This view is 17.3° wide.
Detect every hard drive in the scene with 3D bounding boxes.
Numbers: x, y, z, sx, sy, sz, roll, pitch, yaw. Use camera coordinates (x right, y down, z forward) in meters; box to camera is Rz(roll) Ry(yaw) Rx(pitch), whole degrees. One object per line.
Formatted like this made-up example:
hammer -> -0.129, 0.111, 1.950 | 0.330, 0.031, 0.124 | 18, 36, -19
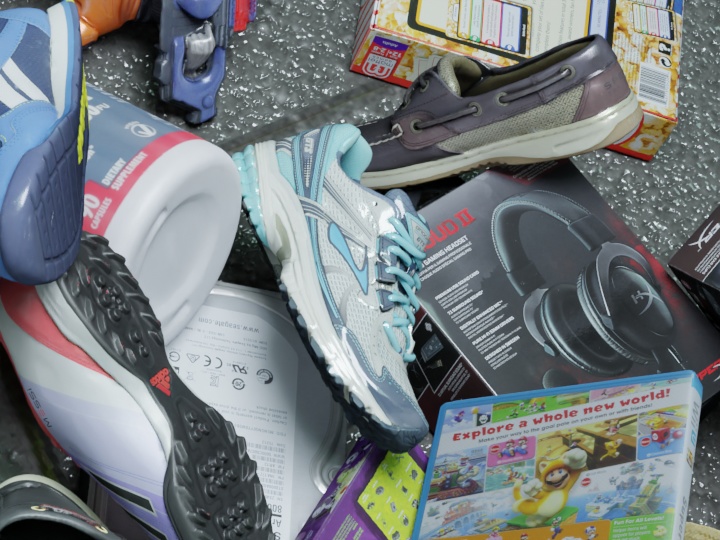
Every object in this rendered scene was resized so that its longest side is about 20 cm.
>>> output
hard drive -> -0.076, 0.097, 1.240 | 0.139, 0.038, 0.201 | 11, 57, -13

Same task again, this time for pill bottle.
pill bottle -> -0.173, -0.047, 1.225 | 0.199, 0.120, 0.120 | 26, 51, 21

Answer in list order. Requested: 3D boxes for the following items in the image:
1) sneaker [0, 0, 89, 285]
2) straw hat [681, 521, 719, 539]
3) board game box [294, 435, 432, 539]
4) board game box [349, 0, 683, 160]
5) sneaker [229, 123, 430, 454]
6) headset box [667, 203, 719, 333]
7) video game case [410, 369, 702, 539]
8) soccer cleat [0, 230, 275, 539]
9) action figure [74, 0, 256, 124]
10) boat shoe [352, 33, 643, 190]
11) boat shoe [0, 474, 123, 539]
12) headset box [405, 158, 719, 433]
sneaker -> -0.169, -0.057, 1.098 | 0.082, 0.074, 0.200 | -1, 32, -4
straw hat -> 0.137, 0.227, 1.127 | 0.085, 0.200, 0.202 | 46, 46, -33
board game box -> 0.007, 0.178, 1.178 | 0.120, 0.032, 0.200 | 48, 41, -11
board game box -> 0.102, -0.166, 1.470 | 0.199, 0.046, 0.152 | 17, 55, -10
sneaker -> 0.000, 0.000, 1.224 | 0.086, 0.078, 0.201 | -25, 59, -1
headset box -> 0.280, 0.045, 1.278 | 0.075, 0.200, 0.149 | -47, 125, -8
video game case -> 0.089, 0.139, 1.160 | 0.143, 0.018, 0.201 | -10, 45, 26
soccer cleat -> -0.110, 0.079, 1.131 | 0.201, 0.073, 0.068 | 59, 32, -4
action figure -> -0.130, -0.193, 1.347 | 0.193, 0.201, 0.105 | 2, 20, -28
boat shoe -> 0.058, -0.091, 1.329 | 0.072, 0.199, 0.065 | -46, 123, -57
boat shoe -> -0.103, 0.177, 1.135 | 0.201, 0.063, 0.074 | 39, 95, -12
headset box -> 0.093, 0.029, 1.324 | 0.149, 0.077, 0.200 | -30, 74, -33
